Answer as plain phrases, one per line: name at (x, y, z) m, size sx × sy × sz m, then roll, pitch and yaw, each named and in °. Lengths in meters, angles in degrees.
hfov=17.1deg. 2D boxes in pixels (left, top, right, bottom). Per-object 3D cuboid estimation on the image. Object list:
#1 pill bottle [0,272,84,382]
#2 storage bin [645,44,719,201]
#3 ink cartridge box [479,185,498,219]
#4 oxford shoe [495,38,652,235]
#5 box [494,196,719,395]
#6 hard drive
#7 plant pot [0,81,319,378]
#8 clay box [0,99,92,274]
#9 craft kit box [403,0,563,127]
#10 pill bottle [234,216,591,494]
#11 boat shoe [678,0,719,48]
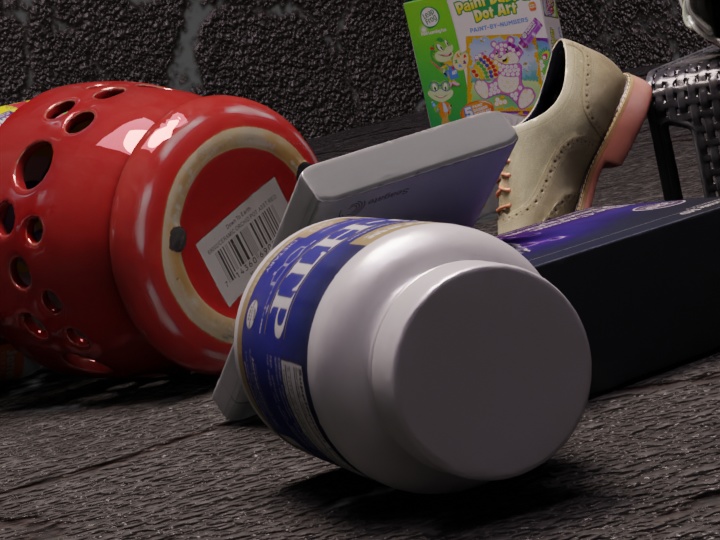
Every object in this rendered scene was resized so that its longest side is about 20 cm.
pill bottle at (-0.290, 0.033, 1.718) m, size 0.199 × 0.110 × 0.109 m, roll -14°, pitch 7°, yaw -21°
storage bin at (0.265, -0.081, 1.555) m, size 0.093 × 0.136 × 0.200 m, roll -9°, pitch 7°, yaw 24°
ink cartridge box at (0.032, -0.057, 2.203) m, size 0.197 × 0.047 × 0.200 m, roll -8°, pitch 9°, yaw 24°
oxford shoe at (0.101, -0.048, 1.451) m, size 0.201 × 0.074 × 0.071 m, roll -62°, pitch 16°, yaw -20°
box at (0.104, 0.019, 1.280) m, size 0.199 × 0.079 × 0.141 m, roll -17°, pitch 11°, yaw -36°
hard drive at (0.000, 0.000, 1.316) m, size 0.132 × 0.027 × 0.200 m, roll -19°, pitch -29°, yaw -31°
plant pot at (-0.131, -0.028, 1.568) m, size 0.200 × 0.201 × 0.182 m, roll -17°, pitch 11°, yaw -40°
clay box at (-0.251, -0.051, 1.637) m, size 0.200 × 0.115 × 0.048 m, roll -19°, pitch 41°, yaw -41°
craft kit box at (0.163, -0.253, 2.945) m, size 0.199 × 0.198 × 0.048 m, roll -8°, pitch 6°, yaw 36°
pill bottle at (0.024, 0.037, 1.074) m, size 0.119 × 0.120 × 0.200 m, roll -14°, pitch 7°, yaw -18°
boat shoe at (0.229, -0.173, 1.473) m, size 0.066 × 0.074 × 0.200 m, roll -11°, pitch 7°, yaw -14°
